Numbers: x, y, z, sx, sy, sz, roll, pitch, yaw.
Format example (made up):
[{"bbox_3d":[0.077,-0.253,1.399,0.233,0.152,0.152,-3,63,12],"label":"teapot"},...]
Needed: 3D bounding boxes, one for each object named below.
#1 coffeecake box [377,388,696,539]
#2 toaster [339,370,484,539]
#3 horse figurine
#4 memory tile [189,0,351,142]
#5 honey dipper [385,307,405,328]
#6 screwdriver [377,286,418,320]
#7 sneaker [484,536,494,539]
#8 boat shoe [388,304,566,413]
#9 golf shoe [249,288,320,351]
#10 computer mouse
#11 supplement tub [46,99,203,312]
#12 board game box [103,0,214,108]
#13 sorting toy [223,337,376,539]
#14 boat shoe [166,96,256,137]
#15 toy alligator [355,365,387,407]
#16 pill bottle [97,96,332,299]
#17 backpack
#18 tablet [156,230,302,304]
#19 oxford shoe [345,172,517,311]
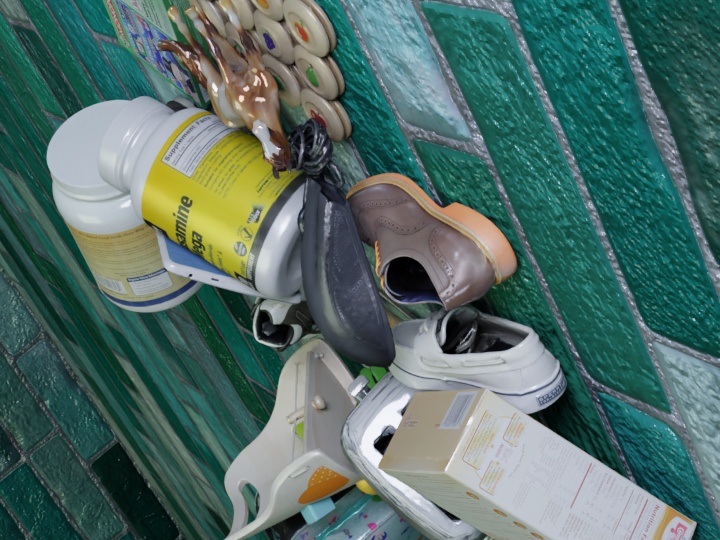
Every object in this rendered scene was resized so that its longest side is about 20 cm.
[{"bbox_3d":[0.132,0.173,1.148,0.199,0.074,0.153,33,165,-13],"label":"coffeecake box"},{"bbox_3d":[0.067,0.169,1.297,0.200,0.114,0.129,43,176,10],"label":"toaster"},{"bbox_3d":[-0.102,-0.151,1.160,0.133,0.050,0.200,61,168,-20],"label":"horse figurine"},{"bbox_3d":[-0.082,-0.195,1.154,0.200,0.017,0.154,43,160,27],"label":"memory tile"},{"bbox_3d":[0.047,0.055,1.303,0.200,0.038,0.038,36,157,51],"label":"honey dipper"},{"bbox_3d":[0.000,0.000,1.325,0.199,0.029,0.028,33,155,36],"label":"screwdriver"},{"bbox_3d":[0.087,0.201,1.414,0.200,0.077,0.082,48,165,13],"label":"sneaker"},{"bbox_3d":[0.078,0.058,1.170,0.199,0.072,0.066,20,140,57],"label":"boat shoe"},{"bbox_3d":[-0.075,0.037,1.462,0.078,0.094,0.200,46,163,10],"label":"golf shoe"},{"bbox_3d":[-0.027,-0.014,1.149,0.138,0.052,0.202,-159,50,-80],"label":"computer mouse"},{"bbox_3d":[-0.243,-0.068,1.585,0.144,0.144,0.201,38,158,35],"label":"supplement tub"},{"bbox_3d":[-0.193,-0.249,1.300,0.134,0.029,0.201,40,159,34],"label":"board game box"},{"bbox_3d":[-0.075,0.199,1.488,0.107,0.179,0.201,45,-160,-22],"label":"sorting toy"},{"bbox_3d":[-0.149,-0.120,1.396,0.199,0.057,0.067,21,144,58],"label":"boat shoe"},{"bbox_3d":[0.023,0.138,1.478,0.200,0.054,0.059,49,162,9],"label":"toy alligator"},{"bbox_3d":[-0.124,-0.068,1.280,0.199,0.113,0.113,30,156,18],"label":"pill bottle"},{"bbox_3d":[-0.007,0.271,1.619,0.151,0.177,0.201,47,166,28],"label":"backpack"},{"bbox_3d":[-0.130,-0.031,1.361,0.129,0.014,0.200,15,-158,-21],"label":"tablet"},{"bbox_3d":[0.031,-0.021,1.122,0.199,0.073,0.072,22,147,57],"label":"oxford shoe"}]
